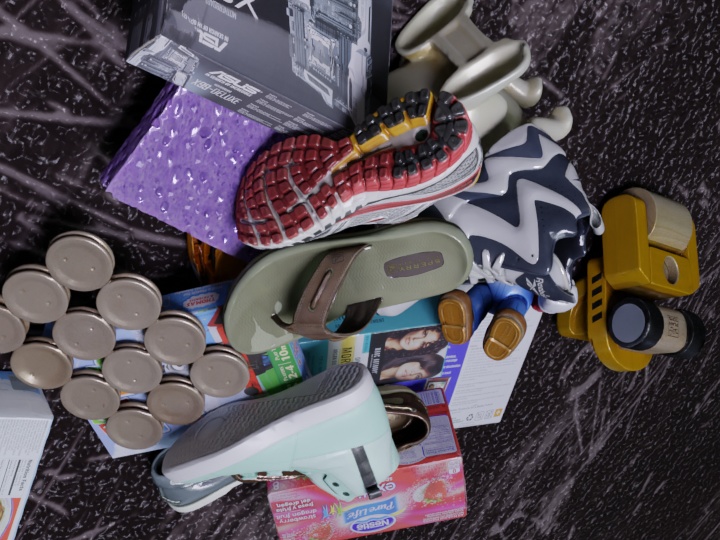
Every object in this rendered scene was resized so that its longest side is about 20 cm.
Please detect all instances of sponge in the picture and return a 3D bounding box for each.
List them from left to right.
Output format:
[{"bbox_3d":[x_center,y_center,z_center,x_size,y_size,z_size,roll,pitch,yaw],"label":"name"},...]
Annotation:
[{"bbox_3d":[-0.087,-0.068,0.698,0.199,0.030,0.112,29,103,-41],"label":"sponge"}]

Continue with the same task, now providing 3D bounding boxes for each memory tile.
[{"bbox_3d":[-0.200,0.063,0.721,0.152,0.017,0.200,-33,123,21],"label":"memory tile"}]

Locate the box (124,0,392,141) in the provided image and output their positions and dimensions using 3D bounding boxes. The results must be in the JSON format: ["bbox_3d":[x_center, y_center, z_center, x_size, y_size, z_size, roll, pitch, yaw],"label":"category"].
[{"bbox_3d":[-0.062,-0.187,0.643,0.198,0.049,0.161,20,66,-41],"label":"box"}]

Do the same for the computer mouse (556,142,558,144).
[{"bbox_3d":[0.189,-0.085,0.857,0.033,0.200,0.060,15,107,-2],"label":"computer mouse"}]

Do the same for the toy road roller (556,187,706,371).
[{"bbox_3d":[0.308,0.016,1.063,0.121,0.145,0.204,12,75,-38],"label":"toy road roller"}]

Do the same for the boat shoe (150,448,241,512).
[{"bbox_3d":[-0.114,0.160,0.882,0.198,0.073,0.062,-32,136,-5],"label":"boat shoe"}]

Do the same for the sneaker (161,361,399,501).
[{"bbox_3d":[-0.063,0.166,0.768,0.197,0.074,0.120,-21,115,9],"label":"sneaker"}]

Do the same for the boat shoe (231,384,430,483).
[{"bbox_3d":[-0.029,0.155,0.840,0.199,0.075,0.076,-16,107,-12],"label":"boat shoe"}]

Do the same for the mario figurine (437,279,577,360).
[{"bbox_3d":[0.142,-0.006,0.869,0.106,0.124,0.200,-39,-175,35],"label":"mario figurine"}]

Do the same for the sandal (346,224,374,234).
[{"bbox_3d":[0.000,0.000,0.794,0.075,0.045,0.200,-48,173,2],"label":"sandal"}]

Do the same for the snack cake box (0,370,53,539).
[{"bbox_3d":[-0.341,0.182,0.745,0.114,0.067,0.202,8,114,-39],"label":"snack cake box"}]

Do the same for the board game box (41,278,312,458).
[{"bbox_3d":[-0.149,0.086,0.778,0.196,0.037,0.153,-12,130,7],"label":"board game box"}]

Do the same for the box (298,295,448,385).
[{"bbox_3d":[-0.015,0.072,0.866,0.196,0.050,0.083,-7,135,-13],"label":"box"}]

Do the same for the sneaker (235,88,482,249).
[{"bbox_3d":[-0.003,-0.055,0.648,0.197,0.079,0.082,-15,154,22],"label":"sneaker"}]

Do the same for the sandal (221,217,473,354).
[{"bbox_3d":[-0.012,0.014,0.669,0.198,0.058,0.081,-18,123,8],"label":"sandal"}]

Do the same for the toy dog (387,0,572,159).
[{"bbox_3d":[0.099,-0.107,0.807,0.194,0.140,0.200,-44,136,-1],"label":"toy dog"}]

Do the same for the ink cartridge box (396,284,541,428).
[{"bbox_3d":[0.106,0.088,1.003,0.195,0.043,0.203,-1,121,-33],"label":"ink cartridge box"}]

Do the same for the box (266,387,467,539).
[{"bbox_3d":[0.004,0.204,0.930,0.196,0.100,0.097,-11,127,-2],"label":"box"}]

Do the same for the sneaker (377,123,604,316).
[{"bbox_3d":[0.105,-0.005,0.714,0.198,0.130,0.080,-39,152,3],"label":"sneaker"}]

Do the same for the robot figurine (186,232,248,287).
[{"bbox_3d":[-0.088,-0.056,0.765,0.143,0.058,0.203,-11,125,-28],"label":"robot figurine"}]
